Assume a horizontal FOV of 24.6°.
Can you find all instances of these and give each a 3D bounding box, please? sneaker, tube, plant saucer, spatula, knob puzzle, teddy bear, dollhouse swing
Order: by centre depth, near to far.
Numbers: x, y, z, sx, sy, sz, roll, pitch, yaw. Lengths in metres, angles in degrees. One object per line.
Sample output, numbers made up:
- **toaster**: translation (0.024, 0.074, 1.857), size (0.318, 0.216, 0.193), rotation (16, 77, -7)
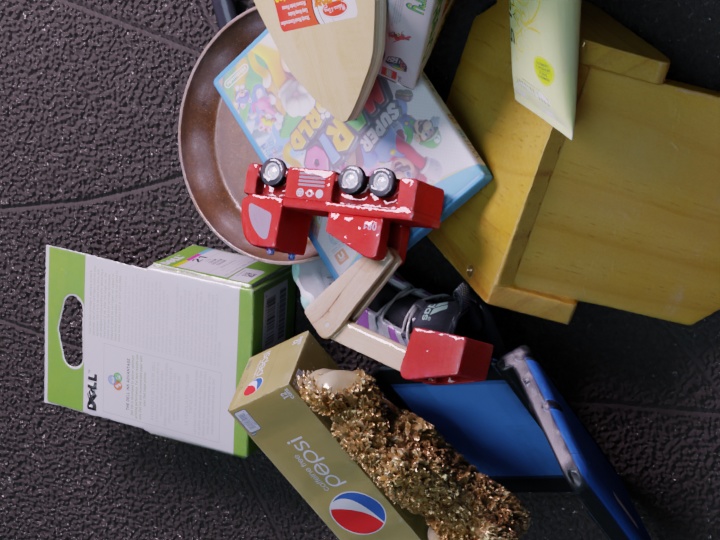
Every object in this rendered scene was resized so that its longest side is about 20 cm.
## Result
- **tube**: translation (0.118, -0.187, 1.053), size (0.052, 0.058, 0.201), rotation (7, 122, 16)
- **knob puzzle**: translation (-0.024, -0.204, 1.145), size (0.220, 0.030, 0.221), rotation (42, 141, 46)
- **teddy bear**: translation (0.029, 0.141, 1.190), size (0.200, 0.145, 0.067), rotation (44, 78, -21)
- **dollhouse swing**: translation (0.174, -0.080, 1.190), size (0.182, 0.175, 0.201), rotation (52, 131, 53)
- **sneaker**: translation (0.042, 0.030, 1.231), size (0.200, 0.078, 0.140), rotation (40, 154, 1)
- **plant saucer**: translation (-0.050, -0.105, 1.258), size (0.199, 0.034, 0.202), rotation (0, 90, 30)
- **spatula**: translation (-0.113, -0.239, 1.289), size (0.056, 0.021, 0.201), rotation (-8, 102, 26)

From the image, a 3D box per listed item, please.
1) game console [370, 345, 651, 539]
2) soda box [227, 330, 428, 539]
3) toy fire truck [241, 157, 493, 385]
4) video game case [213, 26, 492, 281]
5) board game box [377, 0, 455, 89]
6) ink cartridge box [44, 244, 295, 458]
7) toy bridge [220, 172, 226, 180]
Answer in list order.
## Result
- **game console**: translation (0.116, 0.152, 1.185), size (0.118, 0.200, 0.171), rotation (-30, 47, 9)
- **soda box**: translation (-0.013, 0.147, 1.289), size (0.064, 0.068, 0.200), rotation (-25, 116, 29)
- **toy fire truck**: translation (0.000, 0.000, 1.152), size (0.199, 0.049, 0.142), rotation (7, 86, 29)
- **video game case**: translation (-0.010, -0.105, 1.206), size (0.143, 0.018, 0.200), rotation (-40, 72, 24)
- **board game box**: translation (0.055, -0.221, 1.093), size (0.034, 0.200, 0.127), rotation (23, 69, 4)
- **ink cartridge box**: translation (-0.160, 0.054, 1.367), size (0.199, 0.076, 0.149), rotation (12, 110, 23)
- **toy bridge**: translation (-0.024, -0.084, 1.288), size (0.199, 0.027, 0.067), rotation (-25, 93, 29)
